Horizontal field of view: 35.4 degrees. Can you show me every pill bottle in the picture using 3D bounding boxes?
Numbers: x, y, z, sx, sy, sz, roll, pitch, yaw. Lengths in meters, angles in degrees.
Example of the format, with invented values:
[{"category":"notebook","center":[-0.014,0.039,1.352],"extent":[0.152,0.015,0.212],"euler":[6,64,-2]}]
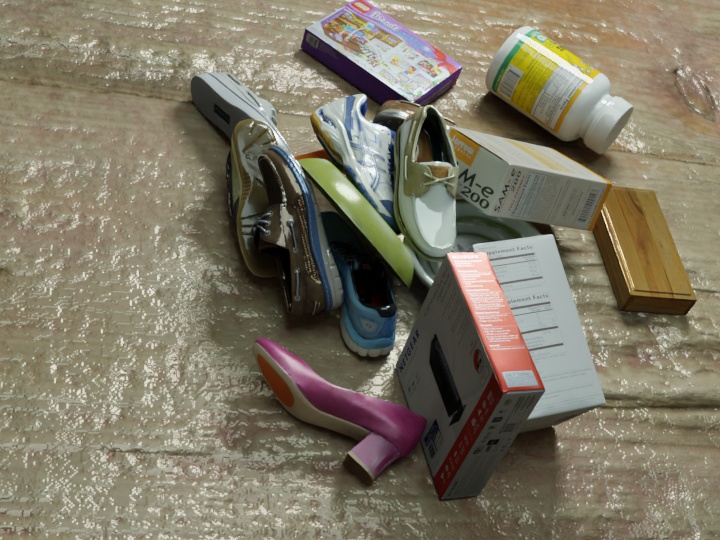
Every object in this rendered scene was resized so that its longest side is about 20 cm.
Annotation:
[{"category":"pill bottle","center":[0.292,-0.259,1.648],"extent":[0.200,0.113,0.113],"euler":[37,48,15]}]

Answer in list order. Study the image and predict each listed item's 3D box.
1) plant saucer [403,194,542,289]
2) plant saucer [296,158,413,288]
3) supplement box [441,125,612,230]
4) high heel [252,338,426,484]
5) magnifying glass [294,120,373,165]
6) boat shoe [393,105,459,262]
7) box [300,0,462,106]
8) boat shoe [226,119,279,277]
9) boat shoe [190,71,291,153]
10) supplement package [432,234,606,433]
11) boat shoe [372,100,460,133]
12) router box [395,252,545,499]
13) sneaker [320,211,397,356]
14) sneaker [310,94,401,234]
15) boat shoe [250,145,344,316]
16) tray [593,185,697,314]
[{"category":"plant saucer","center":[0.145,-0.009,1.416],"extent":[0.200,0.050,0.200],"euler":[10,48,-11]},{"category":"plant saucer","center":[0.001,-0.063,1.326],"extent":[0.031,0.200,0.200],"euler":[-41,67,-1]},{"category":"supplement box","center":[0.208,-0.117,1.457],"extent":[0.200,0.074,0.126],"euler":[6,24,-39]},{"category":"high heel","center":[-0.023,0.129,1.214],"extent":[0.200,0.067,0.096],"euler":[42,61,13]},{"category":"magnifying glass","center":[-0.025,-0.156,1.509],"extent":[0.200,0.022,0.080],"euler":[-18,58,-33]},{"category":"boat shoe","center":[0.082,-0.110,1.383],"extent":[0.075,0.068,0.200],"euler":[0,63,-22]},{"category":"box","center":[0.032,-0.313,1.654],"extent":[0.200,0.039,0.137],"euler":[37,49,15]},{"category":"boat shoe","center":[-0.123,-0.081,1.367],"extent":[0.073,0.065,0.200],"euler":[1,70,-18]},{"category":"boat shoe","center":[-0.141,-0.199,1.467],"extent":[0.065,0.074,0.200],"euler":[-24,59,-34]},{"category":"supplement package","center":[0.175,0.075,1.267],"extent":[0.109,0.114,0.200],"euler":[-7,74,-25]},{"category":"boat shoe","center":[0.111,-0.177,1.529],"extent":[0.200,0.076,0.072],"euler":[26,37,-15]},{"category":"router box","center":[0.108,0.113,1.192],"extent":[0.049,0.200,0.180],"euler":[-2,49,-21]},{"category":"sneaker","center":[0.000,0.000,1.329],"extent":[0.078,0.090,0.200],"euler":[-10,53,-26]},{"category":"sneaker","center":[0.017,-0.141,1.440],"extent":[0.088,0.075,0.200],"euler":[-29,76,-7]},{"category":"boat shoe","center":[-0.083,-0.044,1.282],"extent":[0.072,0.072,0.200],"euler":[-19,83,-22]},{"category":"tray","center":[0.376,-0.032,1.528],"extent":[0.098,0.037,0.200],"euler":[5,48,-16]}]
